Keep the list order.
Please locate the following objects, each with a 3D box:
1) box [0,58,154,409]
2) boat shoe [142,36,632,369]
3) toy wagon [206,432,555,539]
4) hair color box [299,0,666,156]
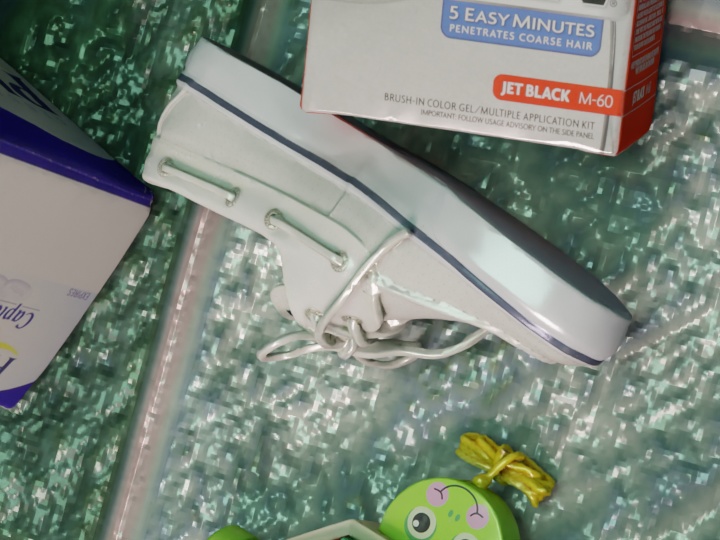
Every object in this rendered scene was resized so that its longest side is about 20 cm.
[{"bbox_3d":[-0.205,-0.058,0.982,0.200,0.184,0.105,41,99,25],"label":"box"},{"bbox_3d":[-0.003,-0.001,0.932,0.202,0.075,0.086,33,97,29],"label":"boat shoe"},{"bbox_3d":[-0.001,0.146,0.927,0.155,0.040,0.200,30,96,27],"label":"toy wagon"},{"bbox_3d":[0.048,-0.146,0.893,0.111,0.064,0.200,9,102,15],"label":"hair color box"}]
